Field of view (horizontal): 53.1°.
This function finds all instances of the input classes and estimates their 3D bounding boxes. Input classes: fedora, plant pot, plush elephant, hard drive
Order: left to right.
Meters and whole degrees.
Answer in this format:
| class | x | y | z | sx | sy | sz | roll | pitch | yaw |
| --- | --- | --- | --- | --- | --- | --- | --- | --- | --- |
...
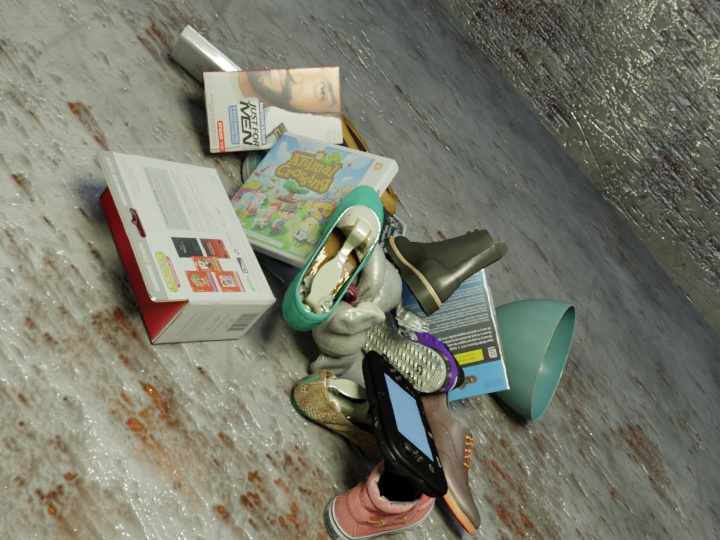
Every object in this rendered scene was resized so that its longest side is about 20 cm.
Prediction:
| class | x | y | z | sx | sy | sz | roll | pitch | yaw |
| --- | --- | --- | --- | --- | --- | --- | --- | --- | --- |
| hard drive | -0.203 | -0.290 | 1.127 | 0.199 | 0.027 | 0.131 | 39 | -12 | -19 |
| plush elephant | -0.024 | 0.046 | 0.927 | 0.200 | 0.166 | 0.154 | 43 | 42 | 16 |
| fedora | -0.017 | -0.165 | 1.192 | 0.202 | 0.081 | 0.201 | 54 | 12 | -18 |
| plant pot | 0.269 | 0.135 | 1.228 | 0.132 | 0.206 | 0.199 | 18 | 17 | 28 |

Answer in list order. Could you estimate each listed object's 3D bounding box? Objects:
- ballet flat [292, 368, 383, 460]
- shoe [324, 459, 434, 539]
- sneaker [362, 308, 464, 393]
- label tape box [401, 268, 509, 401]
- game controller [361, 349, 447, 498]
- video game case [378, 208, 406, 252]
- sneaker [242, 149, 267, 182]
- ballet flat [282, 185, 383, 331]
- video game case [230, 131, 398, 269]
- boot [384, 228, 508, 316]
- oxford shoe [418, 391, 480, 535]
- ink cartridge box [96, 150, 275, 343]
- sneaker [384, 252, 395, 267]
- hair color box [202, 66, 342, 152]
| class | x | y | z | sx | sy | sz | roll | pitch | yaw |
| --- | --- | --- | --- | --- | --- | --- | --- | --- | --- |
| ballet flat | 0.006 | 0.184 | 0.905 | 0.198 | 0.065 | 0.072 | 31 | 33 | -29 |
| shoe | 0.050 | 0.262 | 0.848 | 0.198 | 0.091 | 0.073 | 4 | 51 | -52 |
| sneaker | 0.074 | 0.111 | 1.031 | 0.098 | 0.071 | 0.200 | 14 | 21 | -45 |
| label tape box | 0.137 | 0.091 | 1.091 | 0.063 | 0.140 | 0.206 | 27 | 51 | -75 |
| game controller | 0.049 | 0.173 | 0.836 | 0.103 | 0.042 | 0.201 | 35 | 19 | -22 |
| video game case | 0.001 | -0.081 | 1.247 | 0.181 | 0.023 | 0.202 | 40 | 30 | -15 |
| sneaker | -0.096 | -0.125 | 1.055 | 0.079 | 0.130 | 0.203 | 4 | 51 | -49 |
| ballet flat | -0.019 | -0.018 | 0.827 | 0.067 | 0.070 | 0.202 | 36 | 69 | -14 |
| video game case | -0.075 | -0.095 | 0.944 | 0.184 | 0.197 | 0.022 | -56 | 145 | -22 |
| boot | 0.117 | -0.023 | 1.007 | 0.078 | 0.137 | 0.201 | 55 | 3 | -29 |
| oxford shoe | 0.124 | 0.247 | 0.964 | 0.071 | 0.071 | 0.203 | 63 | 4 | -62 |
| ink cartridge box | -0.216 | -0.026 | 0.825 | 0.174 | 0.084 | 0.203 | 4 | 52 | -52 |
| sneaker | 0.000 | 0.000 | 1.100 | 0.200 | 0.086 | 0.079 | 44 | 52 | -61 |
| hair color box | -0.128 | -0.237 | 1.055 | 0.194 | 0.114 | 0.064 | -7 | 14 | -13 |
